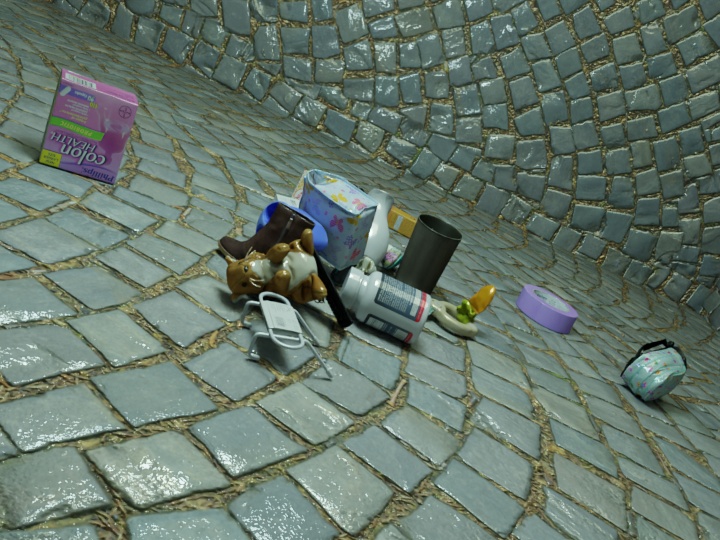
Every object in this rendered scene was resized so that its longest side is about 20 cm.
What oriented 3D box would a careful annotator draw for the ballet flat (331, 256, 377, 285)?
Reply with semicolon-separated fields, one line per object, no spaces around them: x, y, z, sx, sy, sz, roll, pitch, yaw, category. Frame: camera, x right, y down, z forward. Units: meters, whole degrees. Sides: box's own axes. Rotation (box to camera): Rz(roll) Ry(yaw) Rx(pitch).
0.000;0.000;1.791;0.072;0.075;0.198;35;20;29;ballet flat

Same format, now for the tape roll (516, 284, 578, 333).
0.617;0.126;2.301;0.196;0.067;0.201;23;19;-8;tape roll

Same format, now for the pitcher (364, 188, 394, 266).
0.019;-0.096;1.922;0.118;0.172;0.204;19;60;-7;pitcher

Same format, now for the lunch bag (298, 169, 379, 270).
-0.069;-0.134;1.709;0.198;0.173;0.126;33;37;24;lunch bag

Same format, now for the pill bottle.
0.051;0.073;1.576;0.196;0.122;0.120;25;18;-5;pill bottle

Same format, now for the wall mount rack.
-0.130;0.121;1.283;0.169;0.076;0.201;14;21;-23;wall mount rack

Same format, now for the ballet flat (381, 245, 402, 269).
0.082;-0.045;1.971;0.072;0.069;0.200;51;6;3;ballet flat

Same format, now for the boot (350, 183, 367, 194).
-0.080;-0.187;2.037;0.194;0.166;0.074;22;15;-10;boot

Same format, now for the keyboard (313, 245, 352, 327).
-0.086;0.037;1.489;0.204;0.039;0.104;63;-18;2;keyboard

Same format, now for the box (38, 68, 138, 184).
-0.633;-0.333;1.616;0.172;0.204;0.097;15;20;-29;box

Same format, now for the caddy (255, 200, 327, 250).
-0.172;-0.075;1.644;0.104;0.144;0.199;11;22;-50;caddy

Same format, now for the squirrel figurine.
-0.189;0.014;1.424;0.182;0.146;0.199;-11;-6;-22;squirrel figurine

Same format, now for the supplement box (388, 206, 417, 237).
0.173;-0.157;2.467;0.196;0.070;0.067;26;18;3;supplement box

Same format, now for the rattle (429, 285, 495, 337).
0.235;0.079;1.796;0.196;0.144;0.132;28;35;-13;rattle

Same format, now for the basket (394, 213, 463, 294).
0.178;-0.032;1.906;0.134;0.204;0.180;28;19;10;basket

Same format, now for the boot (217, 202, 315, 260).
-0.210;-0.078;1.554;0.196;0.170;0.072;27;17;5;boot

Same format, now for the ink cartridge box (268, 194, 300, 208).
-0.147;-0.122;1.871;0.196;0.068;0.117;11;45;-39;ink cartridge box

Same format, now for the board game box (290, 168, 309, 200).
-0.105;-0.173;1.977;0.197;0.154;0.046;29;-2;9;board game box

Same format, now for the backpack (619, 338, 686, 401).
0.855;0.298;2.021;0.196;0.170;0.127;1;34;-40;backpack
